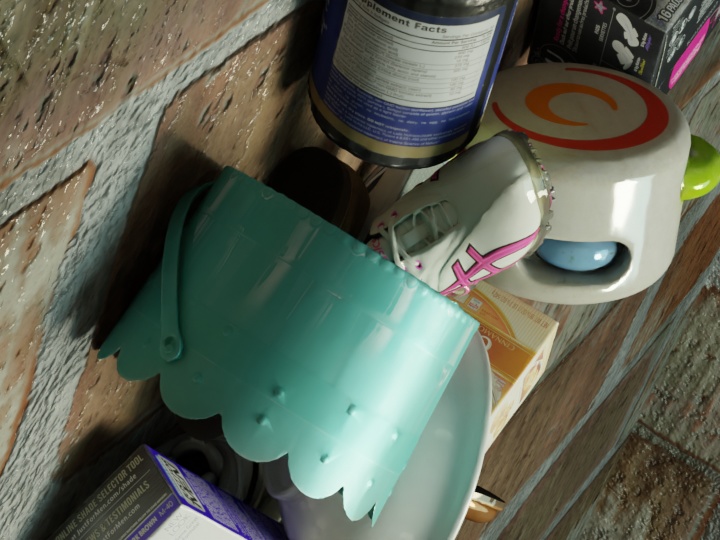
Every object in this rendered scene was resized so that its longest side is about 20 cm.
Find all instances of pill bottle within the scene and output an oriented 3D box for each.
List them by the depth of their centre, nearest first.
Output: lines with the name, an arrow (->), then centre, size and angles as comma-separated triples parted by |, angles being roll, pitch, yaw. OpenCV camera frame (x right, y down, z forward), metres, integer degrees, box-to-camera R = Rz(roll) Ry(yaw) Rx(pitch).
pill bottle -> 0.037, -0.164, 1.439 | 0.112, 0.111, 0.201 | -48, 162, -39

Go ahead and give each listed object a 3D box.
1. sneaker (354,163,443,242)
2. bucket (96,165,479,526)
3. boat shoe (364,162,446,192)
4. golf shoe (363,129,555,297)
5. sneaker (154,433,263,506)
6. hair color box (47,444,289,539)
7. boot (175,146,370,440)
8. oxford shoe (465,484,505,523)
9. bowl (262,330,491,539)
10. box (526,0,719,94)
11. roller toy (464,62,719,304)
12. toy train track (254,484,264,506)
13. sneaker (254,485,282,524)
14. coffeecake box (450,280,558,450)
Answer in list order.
sneaker -> -0.014, -0.006, 1.658 | 0.070, 0.080, 0.201 | 1, 124, -57
bucket -> -0.039, 0.040, 1.425 | 0.135, 0.206, 0.207 | -58, 166, -2
boat shoe -> 0.000, 0.000, 1.733 | 0.200, 0.072, 0.068 | -53, 180, 3
golf shoe -> 0.052, -0.020, 1.520 | 0.092, 0.073, 0.200 | -22, 167, -30
sneaker -> -0.135, 0.191, 1.661 | 0.201, 0.075, 0.115 | -63, 167, -8
hair color box -> -0.106, 0.199, 1.576 | 0.109, 0.065, 0.200 | -45, 138, 8
boot -> -0.050, 0.023, 1.582 | 0.201, 0.073, 0.075 | -62, 155, 1
oxford shoe -> 0.021, 0.184, 1.978 | 0.071, 0.199, 0.072 | -154, -103, -69
bowl -> -0.003, 0.112, 1.578 | 0.201, 0.090, 0.202 | -50, -149, 44
box -> 0.234, -0.242, 1.977 | 0.200, 0.114, 0.133 | -53, 164, -30
roller toy -> 0.156, -0.064, 1.892 | 0.182, 0.199, 0.141 | -25, 131, -40
toy train track -> -0.085, 0.215, 1.814 | 0.200, 0.032, 0.115 | -54, -162, 22
sneaker -> -0.051, 0.219, 1.708 | 0.075, 0.084, 0.201 | -72, -173, -71
coffeecake box -> 0.032, 0.088, 1.862 | 0.200, 0.153, 0.073 | -51, 164, -31
